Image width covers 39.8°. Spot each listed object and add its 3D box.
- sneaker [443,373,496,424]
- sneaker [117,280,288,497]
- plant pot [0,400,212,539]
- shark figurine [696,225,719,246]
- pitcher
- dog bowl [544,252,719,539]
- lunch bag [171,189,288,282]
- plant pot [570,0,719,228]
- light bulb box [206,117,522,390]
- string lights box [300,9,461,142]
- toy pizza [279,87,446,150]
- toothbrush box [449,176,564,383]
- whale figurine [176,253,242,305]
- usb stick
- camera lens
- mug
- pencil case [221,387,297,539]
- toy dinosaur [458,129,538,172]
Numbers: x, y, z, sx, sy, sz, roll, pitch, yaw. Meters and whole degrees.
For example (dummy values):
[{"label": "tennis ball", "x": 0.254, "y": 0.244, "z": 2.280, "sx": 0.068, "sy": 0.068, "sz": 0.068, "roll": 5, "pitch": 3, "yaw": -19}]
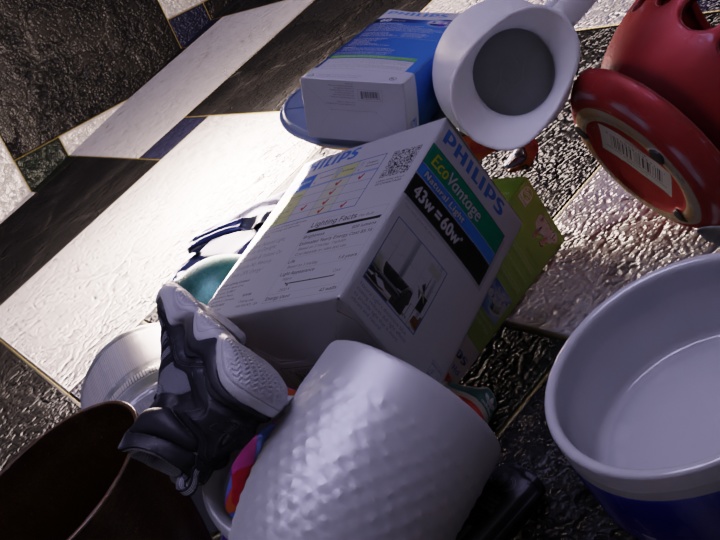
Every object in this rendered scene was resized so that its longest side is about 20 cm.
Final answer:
[{"label": "sneaker", "x": 0.035, "y": 0.127, "z": 0.869, "sx": 0.093, "sy": 0.071, "sz": 0.199, "roll": -32, "pitch": 17, "yaw": -35}, {"label": "sneaker", "x": -0.133, "y": 0.085, "z": 0.731, "sx": 0.114, "sy": 0.075, "sz": 0.200, "roll": -52, "pitch": 32, "yaw": -2}, {"label": "plant pot", "x": -0.189, "y": 0.241, "z": 0.787, "sx": 0.186, "sy": 0.201, "sz": 0.188, "roll": -28, "pitch": 27, "yaw": 16}, {"label": "shark figurine", "x": 0.352, "y": -0.026, "z": 0.682, "sx": 0.128, "sy": 0.090, "sz": 0.214, "roll": -42, "pitch": 28, "yaw": -15}, {"label": "pitcher", "x": 0.137, "y": -0.183, "z": 0.816, "sx": 0.172, "sy": 0.121, "sz": 0.200, "roll": -48, "pitch": 6, "yaw": 10}, {"label": "dog bowl", "x": 0.228, "y": 0.082, "z": 0.663, "sx": 0.199, "sy": 0.079, "sz": 0.201, "roll": -29, "pitch": 27, "yaw": 16}, {"label": "lunch bag", "x": -0.135, "y": -0.005, "z": 1.213, "sx": 0.198, "sy": 0.133, "sz": 0.137, "roll": -21, "pitch": 29, "yaw": 28}, {"label": "plant pot", "x": 0.293, "y": -0.149, "z": 0.844, "sx": 0.183, "sy": 0.200, "sz": 0.200, "roll": -46, "pitch": 26, "yaw": -2}, {"label": "light bulb box", "x": 0.000, "y": 0.000, "z": 0.844, "sx": 0.197, "sy": 0.125, "sz": 0.201, "roll": -10, "pitch": 39, "yaw": 48}, {"label": "string lights box", "x": 0.035, "y": -0.189, "z": 0.939, "sx": 0.102, "sy": 0.060, "sz": 0.200, "roll": 8, "pitch": 33, "yaw": 25}, {"label": "toy pizza", "x": 0.019, "y": -0.155, "z": 0.977, "sx": 0.197, "sy": 0.032, "sz": 0.201, "roll": -5, "pitch": 31, "yaw": 3}, {"label": "toothbrush box", "x": 0.081, "y": 0.006, "z": 0.973, "sx": 0.200, "sy": 0.086, "sz": 0.145, "roll": -50, "pitch": 28, "yaw": -23}, {"label": "whale figurine", "x": -0.090, "y": 0.057, "z": 0.968, "sx": 0.104, "sy": 0.199, "sz": 0.159, "roll": -59, "pitch": 24, "yaw": 2}, {"label": "usb stick", "x": 0.055, "y": 0.219, "z": 0.710, "sx": 0.200, "sy": 0.033, "sz": 0.055, "roll": -45, "pitch": 19, "yaw": -15}, {"label": "camera lens", "x": -0.188, "y": 0.151, "z": 0.985, "sx": 0.160, "sy": 0.161, "sz": 0.200, "roll": -40, "pitch": 26, "yaw": -8}, {"label": "mug", "x": -0.027, "y": 0.155, "z": 0.696, "sx": 0.198, "sy": 0.148, "sz": 0.176, "roll": 19, "pitch": 65, "yaw": 37}, {"label": "pencil case", "x": -0.073, "y": 0.194, "z": 0.785, "sx": 0.088, "sy": 0.088, "sz": 0.202, "roll": -17, "pitch": 55, "yaw": 35}, {"label": "toy dinosaur", "x": 0.093, "y": -0.112, "z": 1.034, "sx": 0.179, "sy": 0.106, "sz": 0.201, "roll": 3, "pitch": 40, "yaw": 11}]
